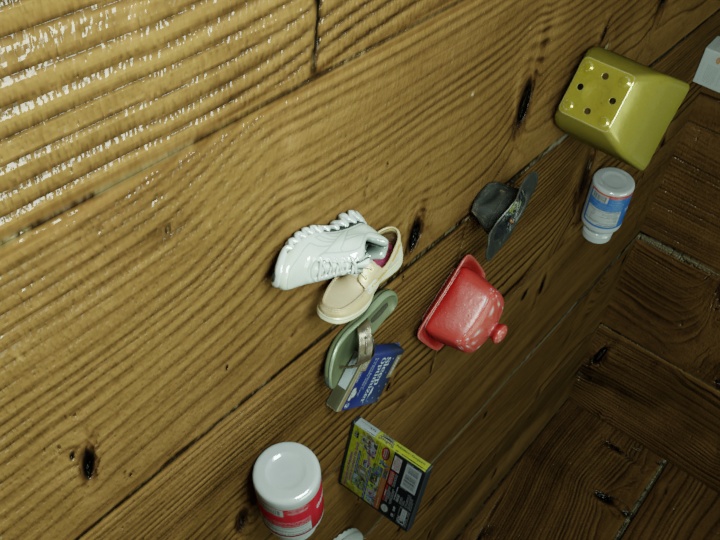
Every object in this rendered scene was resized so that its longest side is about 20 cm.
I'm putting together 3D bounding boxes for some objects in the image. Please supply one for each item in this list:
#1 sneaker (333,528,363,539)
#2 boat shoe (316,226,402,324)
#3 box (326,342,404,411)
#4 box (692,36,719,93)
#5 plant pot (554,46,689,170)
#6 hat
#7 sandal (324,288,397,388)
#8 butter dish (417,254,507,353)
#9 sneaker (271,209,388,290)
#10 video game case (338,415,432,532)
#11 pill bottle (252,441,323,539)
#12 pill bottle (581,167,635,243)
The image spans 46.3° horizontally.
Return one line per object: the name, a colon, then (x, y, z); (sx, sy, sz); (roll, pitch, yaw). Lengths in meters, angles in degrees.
sneaker: (-0.042, 0.671, 1.968); (0.200, 0.080, 0.076); (-15, 131, -59)
boat shoe: (0.000, 0.000, 1.254); (0.200, 0.074, 0.069); (-49, 154, -42)
box: (0.019, 0.195, 1.569); (0.121, 0.032, 0.200); (-63, 157, 11)
box: (1.145, -0.609, 2.571); (0.097, 0.200, 0.124); (-41, 152, -33)
plant pot: (0.500, -0.334, 1.680); (0.200, 0.194, 0.196); (-1, 120, -56)
hat: (0.259, -0.119, 1.598); (0.201, 0.081, 0.201); (-52, 164, -22)
sandal: (0.006, 0.115, 1.413); (0.201, 0.057, 0.080); (-50, 155, -17)
butter dish: (0.231, 0.096, 1.715); (0.200, 0.148, 0.199); (-57, 156, -2)
sneaker: (-0.038, -0.021, 1.137); (0.200, 0.081, 0.075); (-30, 146, -44)
video game case: (0.046, 0.410, 1.693); (0.025, 0.181, 0.200); (-36, 148, -44)
pill bottle: (-0.119, 0.384, 1.428); (0.112, 0.112, 0.200); (-44, 153, -29)
pill bottle: (0.660, -0.170, 2.271); (0.112, 0.112, 0.200); (-42, 153, -32)
